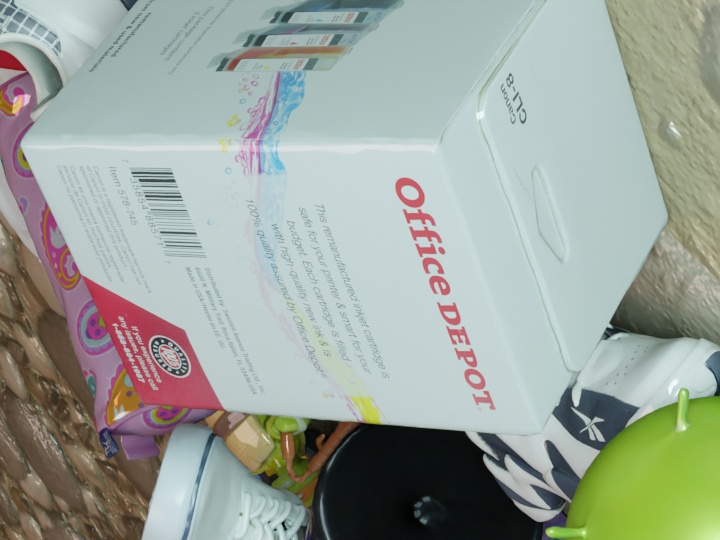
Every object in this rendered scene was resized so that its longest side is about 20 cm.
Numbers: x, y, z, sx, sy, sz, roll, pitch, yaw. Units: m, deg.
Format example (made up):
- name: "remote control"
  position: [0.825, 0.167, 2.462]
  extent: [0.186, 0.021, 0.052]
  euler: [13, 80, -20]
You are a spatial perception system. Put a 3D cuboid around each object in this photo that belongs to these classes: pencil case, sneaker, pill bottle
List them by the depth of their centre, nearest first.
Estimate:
- name: "sneaker"
  position: [0.078, 0.036, 1.252]
  extent: [0.130, 0.079, 0.199]
  euler: [45, 166, -2]
- name: "sneaker"
  position: [-0.097, -0.052, 1.301]
  extent: [0.200, 0.080, 0.076]
  euler: [55, 154, -8]
- name: "pill bottle"
  position: [0.022, 0.162, 1.419]
  extent: [0.112, 0.112, 0.200]
  euler: [44, 154, 19]
- name: "sneaker"
  position: [-0.062, 0.122, 1.425]
  extent: [0.071, 0.073, 0.200]
  euler: [13, 172, 8]
- name: "pencil case"
  position: [-0.126, -0.008, 1.445]
  extent: [0.200, 0.087, 0.087]
  euler: [69, 158, 11]

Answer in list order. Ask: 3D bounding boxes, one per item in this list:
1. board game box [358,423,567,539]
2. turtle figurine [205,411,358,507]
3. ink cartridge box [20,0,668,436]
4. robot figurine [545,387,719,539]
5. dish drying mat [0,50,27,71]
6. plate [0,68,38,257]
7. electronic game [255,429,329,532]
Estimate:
- name: "board game box"
  position: [0.074, 0.144, 1.469]
  extent: [0.200, 0.032, 0.120]
  euler: [49, 158, 10]
- name: "turtle figurine"
  position: [-0.064, 0.069, 1.540]
  extent: [0.161, 0.064, 0.200]
  euler: [50, 150, 7]
- name: "ink cartridge box"
  position: [-0.001, -0.036, 1.154]
  extent: [0.200, 0.145, 0.146]
  euler: [4, 130, 33]
- name: "robot figurine"
  position: [0.162, 0.129, 1.144]
  extent: [0.200, 0.176, 0.116]
  euler: [41, -179, -30]
- name: "dish drying mat"
  position: [-0.215, -0.140, 1.415]
  extent: [0.077, 0.018, 0.200]
  euler: [11, 168, 20]
- name: "plate"
  position: [-0.187, -0.093, 1.583]
  extent: [0.200, 0.032, 0.200]
  euler: [-8, 109, 64]
- name: "electronic game"
  position: [-0.003, 0.170, 1.624]
  extent: [0.200, 0.042, 0.200]
  euler: [40, 152, 26]
